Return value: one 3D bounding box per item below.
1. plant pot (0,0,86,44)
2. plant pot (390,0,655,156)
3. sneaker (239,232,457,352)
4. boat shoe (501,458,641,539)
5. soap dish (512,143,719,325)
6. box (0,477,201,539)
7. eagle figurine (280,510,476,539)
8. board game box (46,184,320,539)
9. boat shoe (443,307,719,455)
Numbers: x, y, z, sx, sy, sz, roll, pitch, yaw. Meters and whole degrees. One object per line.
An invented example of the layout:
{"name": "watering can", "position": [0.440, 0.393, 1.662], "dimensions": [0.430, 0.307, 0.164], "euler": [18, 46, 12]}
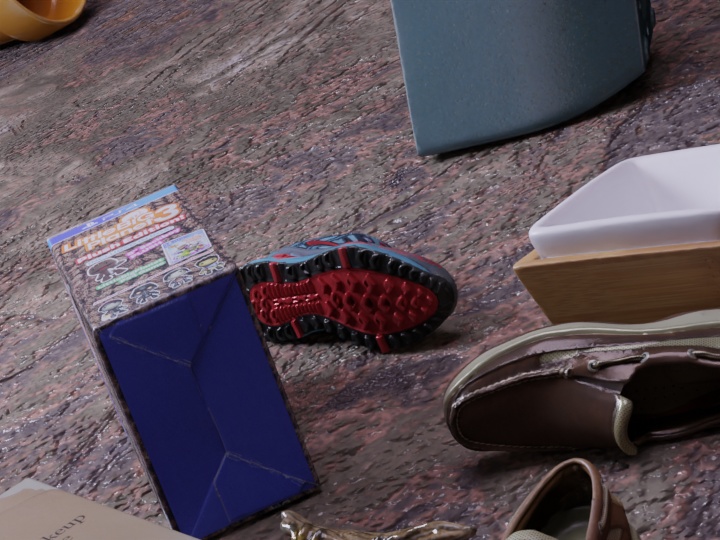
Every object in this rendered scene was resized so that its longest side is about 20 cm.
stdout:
{"name": "plant pot", "position": [-0.472, -0.356, 2.667], "dimensions": [0.183, 0.201, 0.200], "euler": [-27, 16, 30]}
{"name": "plant pot", "position": [0.143, -0.229, 1.816], "dimensions": [0.199, 0.197, 0.196], "euler": [-5, 24, 15]}
{"name": "sneaker", "position": [0.000, 0.000, 1.530], "dimensions": [0.199, 0.080, 0.095], "euler": [3, 29, 44]}
{"name": "boat shoe", "position": [0.084, 0.165, 1.067], "dimensions": [0.075, 0.074, 0.200], "euler": [-9, 24, 26]}
{"name": "soap dish", "position": [0.207, -0.021, 1.356], "dimensions": [0.156, 0.082, 0.200], "euler": [-7, 13, 29]}
{"name": "box", "position": [-0.159, 0.189, 1.215], "dimensions": [0.095, 0.078, 0.199], "euler": [-34, 26, -31]}
{"name": "eagle figurine", "position": [-0.037, 0.212, 1.035], "dimensions": [0.152, 0.150, 0.201], "euler": [112, 180, -66]}
{"name": "board game box", "position": [-0.117, 0.057, 1.384], "dimensions": [0.096, 0.160, 0.200], "euler": [-23, 21, -8]}
{"name": "boat shoe", "position": [0.145, 0.071, 1.244], "dimensions": [0.201, 0.075, 0.075], "euler": [-15, 28, 10]}
